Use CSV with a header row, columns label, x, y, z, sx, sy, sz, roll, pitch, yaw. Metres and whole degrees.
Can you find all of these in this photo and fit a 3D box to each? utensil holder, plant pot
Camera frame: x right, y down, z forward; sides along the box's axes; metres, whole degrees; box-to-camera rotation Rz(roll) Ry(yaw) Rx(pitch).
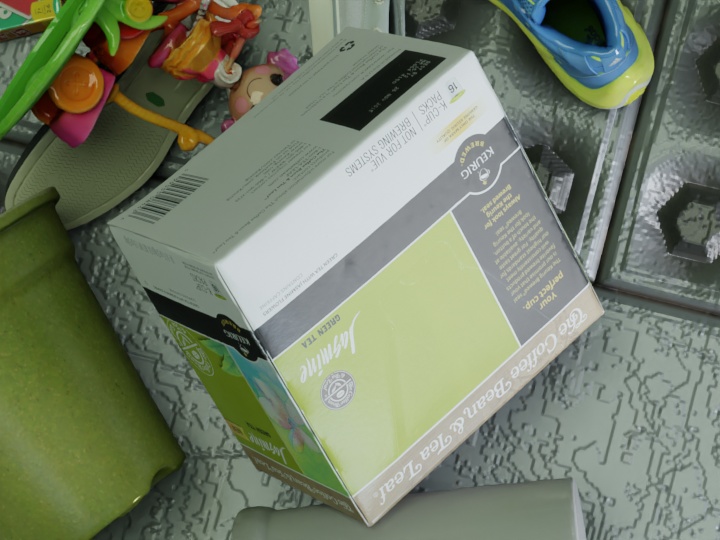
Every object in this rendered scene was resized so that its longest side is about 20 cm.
label,x,y,z,sx,sy,sz,roll,pitch,yaw
utensil holder,0.037,0.211,1.389,0.199,0.170,0.171,-7,79,7
plant pot,-0.210,0.083,1.452,0.200,0.200,0.185,-37,92,1

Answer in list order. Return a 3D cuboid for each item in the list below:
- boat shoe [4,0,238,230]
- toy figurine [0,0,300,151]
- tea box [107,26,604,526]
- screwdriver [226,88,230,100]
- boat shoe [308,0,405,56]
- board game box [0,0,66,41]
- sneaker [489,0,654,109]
label,x,y,z,sx,sy,sz,roll,pitch,yaw
boat shoe,-0.153,-0.105,1.540,0.072,0.068,0.200,40,93,-27
toy figurine,-0.099,-0.109,1.452,0.184,0.150,0.201,35,74,-14
tea box,0.000,0.000,1.377,0.200,0.133,0.197,-40,119,-20
screwdriver,-0.085,-0.108,1.503,0.029,0.028,0.201,-24,103,-21
boat shoe,0.012,-0.121,1.503,0.071,0.070,0.202,-11,76,11
board game box,-0.296,-0.188,1.593,0.199,0.030,0.096,-13,77,10
sneaker,0.108,-0.190,1.481,0.076,0.105,0.200,-44,76,0
